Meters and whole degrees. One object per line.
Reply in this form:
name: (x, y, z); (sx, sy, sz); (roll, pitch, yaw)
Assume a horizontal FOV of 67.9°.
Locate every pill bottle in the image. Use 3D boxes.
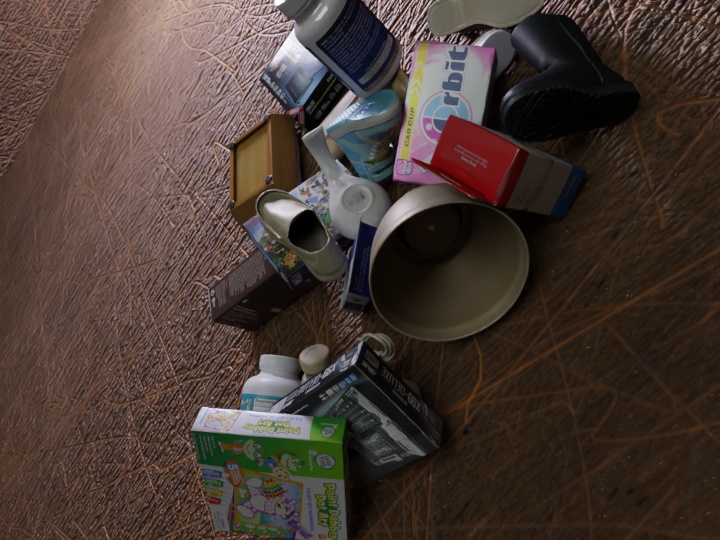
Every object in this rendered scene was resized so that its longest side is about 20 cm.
pill bottle: (-0.034, -0.377, 0.837); (0.110, 0.199, 0.113); (-28, 46, 34)
pill bottle: (-0.138, 0.240, 0.842); (0.109, 0.110, 0.205); (-7, 69, 38)

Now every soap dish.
soap dish: (-0.194, -0.201, 1.069); (0.155, 0.081, 0.204); (-24, 59, 32)

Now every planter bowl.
planter bowl: (0.103, -0.030, 0.697); (0.200, 0.199, 0.136); (-41, 28, 21)

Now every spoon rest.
spoon rest: (-0.024, -0.135, 0.847); (0.098, 0.061, 0.202); (-31, 70, -3)

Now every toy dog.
toy dog: (-0.022, 0.176, 0.763); (0.198, 0.133, 0.096); (-17, 22, 42)

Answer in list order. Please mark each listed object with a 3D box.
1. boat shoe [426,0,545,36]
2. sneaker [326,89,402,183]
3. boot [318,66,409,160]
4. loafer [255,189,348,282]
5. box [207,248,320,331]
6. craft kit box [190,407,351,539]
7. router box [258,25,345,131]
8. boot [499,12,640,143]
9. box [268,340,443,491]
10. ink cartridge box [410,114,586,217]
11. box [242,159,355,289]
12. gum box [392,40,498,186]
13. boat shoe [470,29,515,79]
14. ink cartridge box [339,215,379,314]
boat shoe: (0.196, -0.405, 0.819); (0.197, 0.059, 0.073); (6, 118, 44)
sneaker: (0.032, -0.197, 0.828); (0.079, 0.131, 0.199); (-42, 21, -12)
boot: (0.009, -0.266, 0.935); (0.200, 0.066, 0.176); (-47, 38, 16)
loafer: (-0.091, -0.068, 0.800); (0.075, 0.069, 0.199); (-40, 61, -17)
box: (-0.171, 0.026, 0.956); (0.199, 0.099, 0.076); (-36, 54, 26)
craft kit box: (-0.111, 0.276, 0.712); (0.192, 0.204, 0.049); (1, 30, 4)
router box: (-0.110, -0.394, 1.079); (0.151, 0.062, 0.201); (-50, 49, 13)
boot: (0.228, -0.248, 0.672); (0.077, 0.196, 0.170); (104, 149, -51)
box: (-0.014, 0.204, 0.709); (0.199, 0.158, 0.050); (-37, 14, 31)
ink cartridge box: (0.168, -0.126, 0.646); (0.116, 0.197, 0.068); (41, 118, 40)
box: (-0.073, -0.080, 0.870); (0.199, 0.038, 0.137); (-37, 60, -15)
gum box: (0.121, -0.217, 0.756); (0.111, 0.066, 0.205); (12, 97, 16)
boat shoe: (0.150, -0.283, 0.824); (0.201, 0.070, 0.070); (-50, 22, 20)
ink cartridge box: (0.000, 0.000, 0.774); (0.038, 0.200, 0.102); (11, 78, -2)
